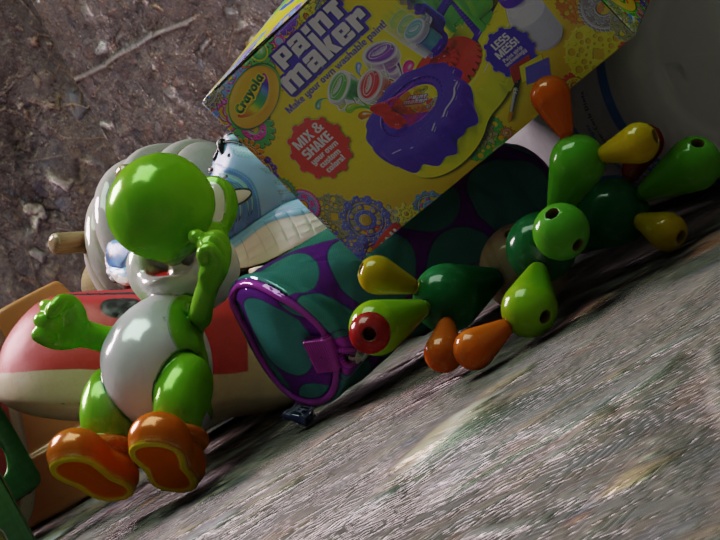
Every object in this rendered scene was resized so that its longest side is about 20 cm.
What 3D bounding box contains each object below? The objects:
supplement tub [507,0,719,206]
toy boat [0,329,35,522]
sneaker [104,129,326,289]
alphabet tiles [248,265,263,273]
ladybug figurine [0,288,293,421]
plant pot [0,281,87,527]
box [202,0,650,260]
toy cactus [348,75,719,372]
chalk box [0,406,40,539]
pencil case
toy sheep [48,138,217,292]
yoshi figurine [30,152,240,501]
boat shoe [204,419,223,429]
[{"bbox_3d":[0.165,-0.104,1.171,0.132,0.132,0.200,-30,2,-20],"label":"supplement tub"},{"bbox_3d":[-0.298,0.099,1.298,0.130,0.201,0.131,-28,-25,27],"label":"toy boat"},{"bbox_3d":[-0.076,-0.043,1.287,0.199,0.090,0.078,-20,-7,21],"label":"sneaker"},{"bbox_3d":[0.000,0.000,1.323,0.195,0.015,0.200,-9,-5,14],"label":"alphabet tiles"},{"bbox_3d":[-0.128,0.049,1.227,0.199,0.072,0.136,-2,6,-11],"label":"ladybug figurine"},{"bbox_3d":[-0.241,0.099,1.446,0.200,0.140,0.200,-28,4,2],"label":"plant pot"},{"bbox_3d":[0.049,-0.144,1.065,0.200,0.122,0.193,-39,11,33],"label":"box"},{"bbox_3d":[0.077,-0.013,0.996,0.200,0.102,0.165,-38,-6,-7],"label":"toy cactus"},{"bbox_3d":[-0.271,0.143,1.156,0.200,0.125,0.124,-32,4,-30],"label":"chalk box"},{"bbox_3d":[0.027,0.002,1.121,0.200,0.085,0.092,-30,40,-32],"label":"pencil case"},{"bbox_3d":[-0.129,-0.028,1.410,0.200,0.138,0.138,-35,-1,39],"label":"toy sheep"},{"bbox_3d":[-0.117,0.017,1.115,0.112,0.112,0.201,121,162,-55],"label":"yoshi figurine"},{"bbox_3d":[-0.070,0.051,1.360,0.200,0.068,0.072,-25,0,-33],"label":"boat shoe"}]
